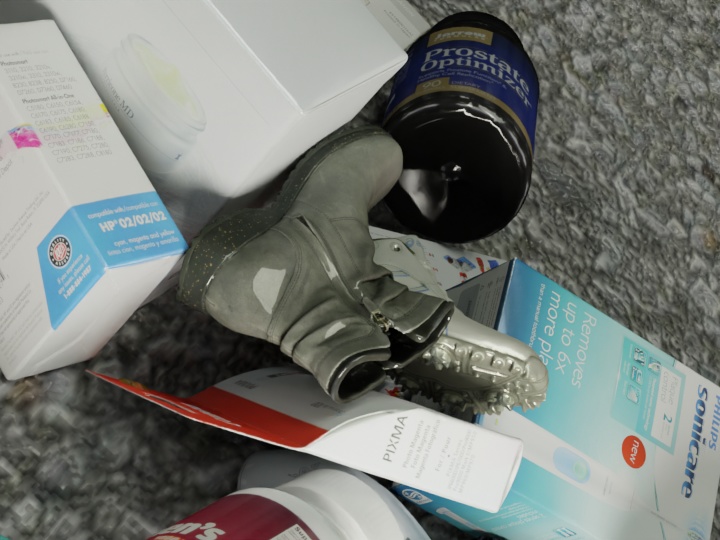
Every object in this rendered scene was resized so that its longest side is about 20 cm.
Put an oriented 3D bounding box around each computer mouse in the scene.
[{"bbox_3d":[0.017,0.165,1.020,0.199,0.044,0.110,33,40,-17],"label":"computer mouse"}]

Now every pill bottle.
[{"bbox_3d":[-0.068,0.176,0.877,0.199,0.110,0.110,-23,73,-51],"label":"pill bottle"},{"bbox_3d":[0.073,-0.112,1.255,0.111,0.112,0.201,36,28,-12],"label":"pill bottle"}]

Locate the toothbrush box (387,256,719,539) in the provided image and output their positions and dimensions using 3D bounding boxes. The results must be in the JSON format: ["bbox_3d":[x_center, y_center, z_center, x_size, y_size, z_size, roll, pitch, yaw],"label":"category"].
[{"bbox_3d":[0.132,0.109,1.107,0.199,0.085,0.148,32,57,-24],"label":"toothbrush box"}]

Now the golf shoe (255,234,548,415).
[{"bbox_3d":[0.028,0.018,1.026,0.198,0.079,0.098,17,62,22],"label":"golf shoe"}]

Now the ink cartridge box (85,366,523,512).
[{"bbox_3d":[-0.033,0.076,0.968,0.199,0.162,0.058,26,83,-28],"label":"ink cartridge box"}]

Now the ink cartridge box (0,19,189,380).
[{"bbox_3d":[-0.192,-0.057,0.962,0.068,0.115,0.201,-15,68,-50],"label":"ink cartridge box"}]

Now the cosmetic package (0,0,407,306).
[{"bbox_3d":[-0.116,-0.124,1.025,0.200,0.200,0.123,49,38,5],"label":"cosmetic package"}]

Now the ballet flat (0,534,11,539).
[{"bbox_3d":[-0.240,0.120,0.810,0.199,0.069,0.070,34,39,-17],"label":"ballet flat"}]

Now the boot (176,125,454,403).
[{"bbox_3d":[0.000,0.000,0.975,0.130,0.068,0.200,31,41,18],"label":"boot"}]

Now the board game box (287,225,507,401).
[{"bbox_3d":[0.032,0.034,1.158,0.199,0.035,0.127,14,49,-35],"label":"board game box"}]

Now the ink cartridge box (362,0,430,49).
[{"bbox_3d":[-0.061,-0.207,1.278,0.200,0.045,0.176,46,38,-1],"label":"ink cartridge box"}]
